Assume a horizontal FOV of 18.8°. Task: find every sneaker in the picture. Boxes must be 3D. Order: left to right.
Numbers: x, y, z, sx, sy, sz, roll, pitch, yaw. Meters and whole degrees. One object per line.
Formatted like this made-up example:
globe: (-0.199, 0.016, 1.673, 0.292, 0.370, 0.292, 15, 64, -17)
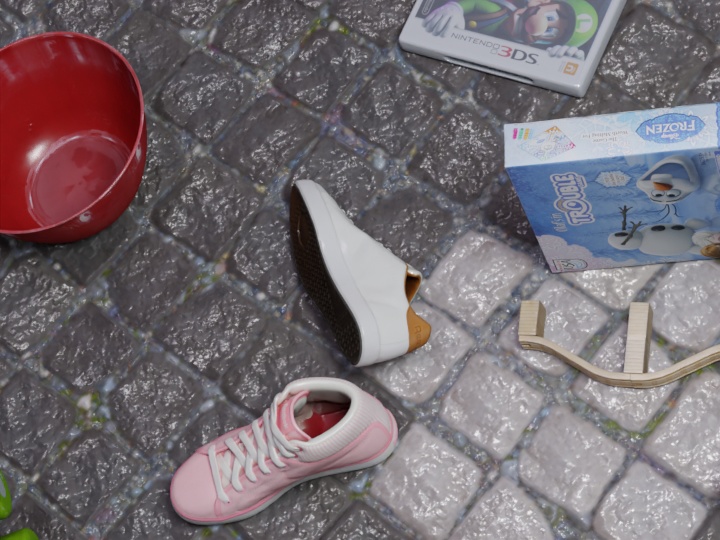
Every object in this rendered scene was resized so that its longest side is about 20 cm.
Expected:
sneaker: (-0.075, 0.141, 1.773, 0.200, 0.105, 0.076, -20, 63, 8)
sneaker: (0.000, 0.000, 1.851, 0.084, 0.073, 0.200, -9, 51, -22)

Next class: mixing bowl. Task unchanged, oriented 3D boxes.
mixing bowl: (-0.269, -0.100, 1.945, 0.199, 0.108, 0.201, -7, 63, 14)

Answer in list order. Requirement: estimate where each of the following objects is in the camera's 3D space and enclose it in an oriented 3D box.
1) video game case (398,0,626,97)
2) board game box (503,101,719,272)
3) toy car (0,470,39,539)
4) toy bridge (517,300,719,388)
video game case: (0.153, -0.264, 1.945, 0.181, 0.023, 0.200, 18, 71, 23)
board game box: (0.230, -0.063, 1.722, 0.198, 0.200, 0.044, -5, 65, 15)
toy car: (-0.365, 0.196, 1.843, 0.164, 0.158, 0.200, -20, 32, 3)
toy bridge: (0.226, 0.061, 1.763, 0.199, 0.027, 0.067, 2, 68, 18)
